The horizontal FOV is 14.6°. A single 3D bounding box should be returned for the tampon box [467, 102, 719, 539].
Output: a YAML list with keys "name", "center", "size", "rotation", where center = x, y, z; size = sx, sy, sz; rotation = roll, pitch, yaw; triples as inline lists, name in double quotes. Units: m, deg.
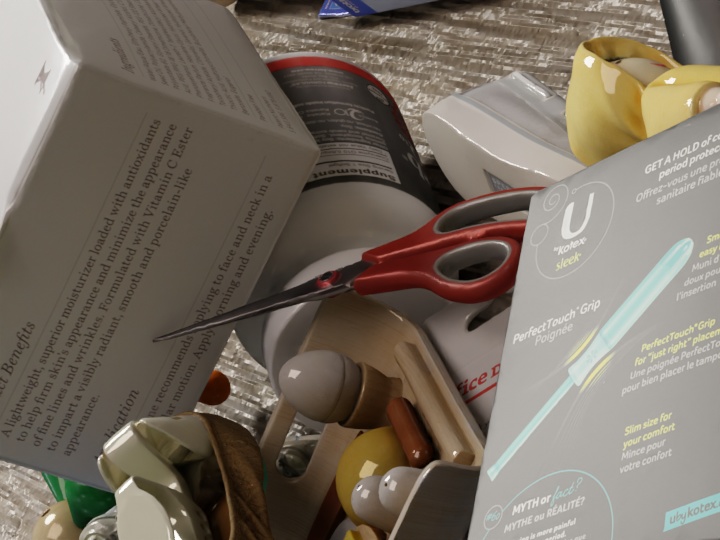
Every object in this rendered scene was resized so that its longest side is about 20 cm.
- name: "tampon box"
  center: [0.143, 0.056, 1.058]
  size: [0.150, 0.126, 0.200]
  rotation: [-25, 43, 44]

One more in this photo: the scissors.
- name: "scissors"
  center: [0.000, 0.000, 1.248]
  size: [0.200, 0.014, 0.073]
  rotation: [-11, 35, 33]

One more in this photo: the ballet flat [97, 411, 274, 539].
- name: "ballet flat"
  center: [-0.076, 0.104, 1.187]
  size: [0.068, 0.072, 0.200]
  rotation: [-44, 27, 14]

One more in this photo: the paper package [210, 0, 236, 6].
- name: "paper package"
  center: [-0.117, -0.248, 1.638]
  size: [0.104, 0.191, 0.200]
  rotation: [-66, 14, -9]

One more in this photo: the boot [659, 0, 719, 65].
- name: "boot"
  center: [0.128, -0.165, 1.251]
  size: [0.073, 0.162, 0.198]
  rotation: [-34, 37, 39]

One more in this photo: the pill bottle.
- name: "pill bottle"
  center: [-0.016, -0.013, 1.384]
  size: [0.116, 0.116, 0.200]
  rotation: [-48, 31, 19]

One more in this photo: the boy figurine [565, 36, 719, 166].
- name: "boy figurine"
  center: [0.169, -0.072, 1.153]
  size: [0.200, 0.124, 0.064]
  rotation: [1, 99, 48]

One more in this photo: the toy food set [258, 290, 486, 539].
- name: "toy food set"
  center: [-0.012, 0.104, 1.193]
  size: [0.200, 0.060, 0.144]
  rotation: [-117, 48, -67]

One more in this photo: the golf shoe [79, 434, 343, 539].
- name: "golf shoe"
  center: [-0.041, 0.106, 1.357]
  size: [0.200, 0.078, 0.097]
  rotation: [-14, 19, 32]

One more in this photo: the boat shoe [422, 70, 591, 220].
- name: "boat shoe"
  center: [0.107, -0.039, 1.272]
  size: [0.068, 0.072, 0.200]
  rotation: [-34, 32, -16]

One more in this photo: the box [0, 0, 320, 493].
- name: "box"
  center: [-0.138, -0.030, 1.352]
  size: [0.199, 0.131, 0.200]
  rotation: [-63, 25, 17]

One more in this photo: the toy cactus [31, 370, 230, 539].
- name: "toy cactus"
  center: [-0.142, 0.109, 1.508]
  size: [0.200, 0.102, 0.165]
  rotation: [16, 99, 63]

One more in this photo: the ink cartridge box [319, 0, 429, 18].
- name: "ink cartridge box"
  center: [0.043, -0.205, 1.536]
  size: [0.200, 0.042, 0.119]
  rotation: [-6, 57, 57]

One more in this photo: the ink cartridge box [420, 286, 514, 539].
- name: "ink cartridge box"
  center: [0.077, 0.093, 1.187]
  size: [0.116, 0.068, 0.200]
  rotation: [-34, 38, 40]
